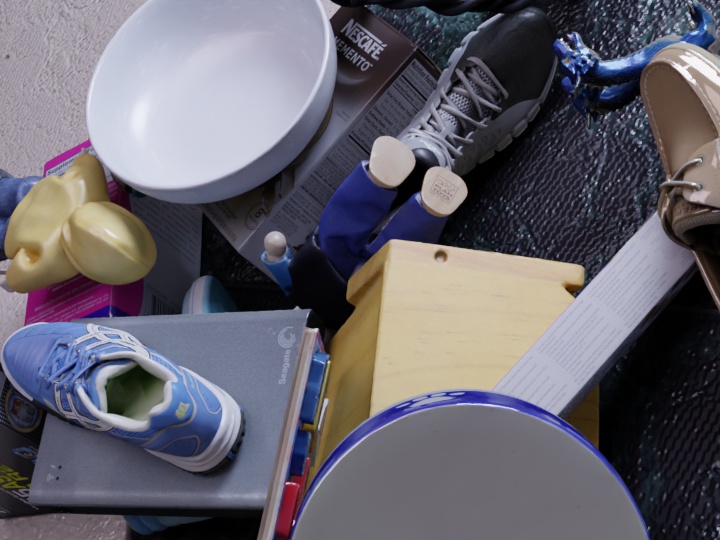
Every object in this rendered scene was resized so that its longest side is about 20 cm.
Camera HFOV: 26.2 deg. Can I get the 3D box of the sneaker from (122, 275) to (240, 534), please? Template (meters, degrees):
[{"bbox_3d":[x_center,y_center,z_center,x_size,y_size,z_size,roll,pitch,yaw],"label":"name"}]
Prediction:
[{"bbox_3d":[-0.145,0.101,1.138,0.130,0.080,0.201,-21,48,17],"label":"sneaker"}]

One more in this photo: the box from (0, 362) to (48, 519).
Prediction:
[{"bbox_3d":[-0.283,0.125,1.160,0.159,0.200,0.045,-12,54,34],"label":"box"}]

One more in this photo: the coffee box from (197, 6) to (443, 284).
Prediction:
[{"bbox_3d":[-0.027,-0.095,1.182,0.200,0.080,0.113,-49,41,3],"label":"coffee box"}]

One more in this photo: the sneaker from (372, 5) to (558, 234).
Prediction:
[{"bbox_3d":[0.067,-0.096,1.072,0.200,0.075,0.116,-51,1,12],"label":"sneaker"}]

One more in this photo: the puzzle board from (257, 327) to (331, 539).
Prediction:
[{"bbox_3d":[-0.043,0.142,0.912,0.017,0.151,0.202,12,81,4],"label":"puzzle board"}]

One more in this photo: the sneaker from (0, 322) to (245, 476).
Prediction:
[{"bbox_3d":[-0.168,0.070,1.031,0.199,0.077,0.076,15,72,31],"label":"sneaker"}]

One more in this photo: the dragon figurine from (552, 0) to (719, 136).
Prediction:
[{"bbox_3d":[0.216,-0.102,0.979,0.200,0.059,0.100,39,88,19],"label":"dragon figurine"}]

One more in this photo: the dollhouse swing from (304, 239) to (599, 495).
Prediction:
[{"bbox_3d":[0.046,0.116,1.003,0.180,0.176,0.201,8,58,-2],"label":"dollhouse swing"}]

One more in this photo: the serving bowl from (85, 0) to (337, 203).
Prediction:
[{"bbox_3d":[-0.102,-0.129,1.148,0.199,0.066,0.201,-12,56,19],"label":"serving bowl"}]

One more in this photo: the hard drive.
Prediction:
[{"bbox_3d":[-0.126,0.099,1.063,0.198,0.033,0.141,-3,63,25],"label":"hard drive"}]

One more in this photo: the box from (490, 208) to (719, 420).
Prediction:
[{"bbox_3d":[0.149,0.027,0.925,0.041,0.039,0.200,38,72,17],"label":"box"}]

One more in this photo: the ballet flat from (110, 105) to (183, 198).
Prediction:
[{"bbox_3d":[-0.118,-0.129,1.234,0.199,0.068,0.067,-28,69,-27],"label":"ballet flat"}]

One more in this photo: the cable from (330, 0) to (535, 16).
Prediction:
[{"bbox_3d":[0.073,-0.207,1.119,0.198,0.051,0.163,-6,20,4],"label":"cable"}]

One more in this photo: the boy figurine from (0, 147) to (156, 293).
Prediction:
[{"bbox_3d":[-0.227,-0.037,1.177,0.199,0.064,0.125,10,68,44],"label":"boy figurine"}]

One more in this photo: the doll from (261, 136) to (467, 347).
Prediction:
[{"bbox_3d":[0.000,0.000,1.061,0.200,0.136,0.049,-53,12,45],"label":"doll"}]

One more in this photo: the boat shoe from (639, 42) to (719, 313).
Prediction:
[{"bbox_3d":[0.207,-0.042,0.888,0.201,0.064,0.071,65,153,20],"label":"boat shoe"}]

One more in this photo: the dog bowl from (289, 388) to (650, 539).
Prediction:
[{"bbox_3d":[0.058,0.167,0.835,0.200,0.200,0.079,-50,-2,0],"label":"dog bowl"}]

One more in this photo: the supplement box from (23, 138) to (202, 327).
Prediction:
[{"bbox_3d":[-0.197,-0.006,1.252,0.103,0.101,0.201,-23,48,28],"label":"supplement box"}]
